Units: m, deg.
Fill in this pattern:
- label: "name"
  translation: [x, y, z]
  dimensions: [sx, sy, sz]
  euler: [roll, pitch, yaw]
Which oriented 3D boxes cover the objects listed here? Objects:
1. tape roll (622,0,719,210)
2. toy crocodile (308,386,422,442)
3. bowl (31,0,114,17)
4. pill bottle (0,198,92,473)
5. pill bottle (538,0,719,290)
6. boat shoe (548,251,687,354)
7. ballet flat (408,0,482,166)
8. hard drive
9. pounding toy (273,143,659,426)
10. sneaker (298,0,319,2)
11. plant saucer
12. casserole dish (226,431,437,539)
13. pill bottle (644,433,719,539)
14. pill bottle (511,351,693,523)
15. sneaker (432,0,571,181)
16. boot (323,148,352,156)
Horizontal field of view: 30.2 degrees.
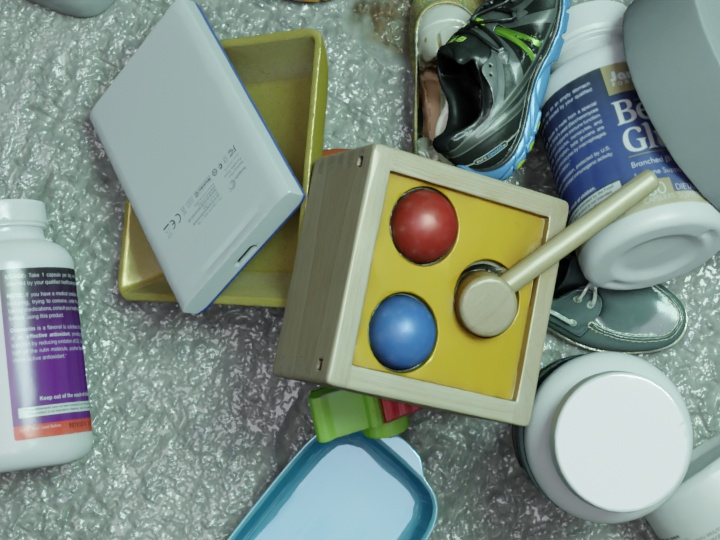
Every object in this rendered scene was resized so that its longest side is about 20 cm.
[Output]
- label: "tape roll"
  translation: [0.279, -0.132, 0.978]
  dimensions: [0.066, 0.199, 0.202]
  euler: [-32, 84, 37]
- label: "toy crocodile"
  translation: [0.049, 0.082, 1.010]
  dimensions: [0.198, 0.062, 0.068]
  euler: [-15, 104, -30]
- label: "bowl"
  translation: [-0.255, -0.327, 1.077]
  dimensions: [0.198, 0.075, 0.202]
  euler: [27, 87, 3]
- label: "pill bottle"
  translation: [-0.270, 0.052, 1.027]
  dimensions: [0.111, 0.112, 0.203]
  euler: [-7, 85, 2]
- label: "pill bottle"
  translation: [0.194, -0.098, 1.004]
  dimensions: [0.110, 0.111, 0.202]
  euler: [-13, 65, 1]
- label: "boat shoe"
  translation: [0.162, 0.014, 1.038]
  dimensions: [0.198, 0.062, 0.074]
  euler: [21, 85, 3]
- label: "ballet flat"
  translation: [0.070, -0.146, 1.053]
  dimensions: [0.070, 0.071, 0.203]
  euler: [1, 85, 2]
- label: "hard drive"
  translation: [-0.128, -0.088, 1.005]
  dimensions: [0.132, 0.025, 0.201]
  euler: [-45, 58, 26]
- label: "pounding toy"
  translation: [0.071, 0.003, 0.913]
  dimensions: [0.198, 0.142, 0.187]
  euler: [14, 84, -24]
- label: "sneaker"
  translation: [0.006, -0.272, 1.061]
  dimensions: [0.197, 0.077, 0.079]
  euler: [-15, 86, 2]
- label: "plant saucer"
  translation: [-0.097, -0.073, 1.025]
  dimensions: [0.198, 0.048, 0.203]
  euler: [1, 84, 40]
- label: "casserole dish"
  translation: [-0.027, 0.210, 1.042]
  dimensions: [0.121, 0.039, 0.201]
  euler: [40, 89, 4]
- label: "pill bottle"
  translation: [0.307, 0.224, 0.990]
  dimensions: [0.114, 0.114, 0.201]
  euler: [-35, 85, -1]
- label: "pill bottle"
  translation: [0.174, 0.118, 0.960]
  dimensions: [0.118, 0.200, 0.121]
  euler: [0, 85, 2]
- label: "sneaker"
  translation: [0.101, -0.168, 0.995]
  dimensions: [0.082, 0.071, 0.202]
  euler: [18, 79, -25]
- label: "boot"
  translation: [0.000, 0.000, 1.043]
  dimensions: [0.106, 0.075, 0.203]
  euler: [-7, 84, -3]
